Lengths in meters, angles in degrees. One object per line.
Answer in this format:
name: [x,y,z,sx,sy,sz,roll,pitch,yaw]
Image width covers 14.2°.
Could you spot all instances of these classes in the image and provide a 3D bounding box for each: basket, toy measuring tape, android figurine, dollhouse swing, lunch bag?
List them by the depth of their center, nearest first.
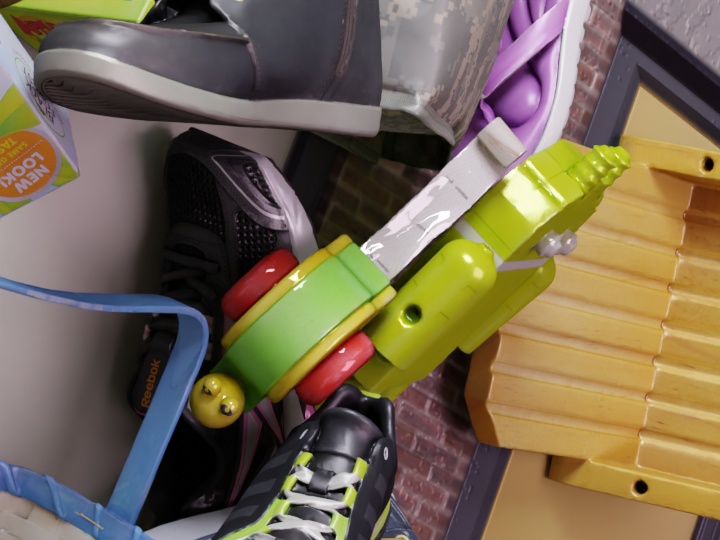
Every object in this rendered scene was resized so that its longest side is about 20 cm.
basket: [-0.149,0.100,1.239,0.176,0.139,0.200,8,100,-54]
toy measuring tape: [0.000,0.000,1.312,0.200,0.074,0.074,-42,130,-7]
lunch bag: [0.019,-0.142,1.391,0.200,0.117,0.164,34,70,-76]
android figurine: [0.054,0.007,1.429,0.200,0.041,0.182,-43,171,10]
dollhouse swing: [0.179,0.031,1.584,0.176,0.181,0.200,16,86,-69]

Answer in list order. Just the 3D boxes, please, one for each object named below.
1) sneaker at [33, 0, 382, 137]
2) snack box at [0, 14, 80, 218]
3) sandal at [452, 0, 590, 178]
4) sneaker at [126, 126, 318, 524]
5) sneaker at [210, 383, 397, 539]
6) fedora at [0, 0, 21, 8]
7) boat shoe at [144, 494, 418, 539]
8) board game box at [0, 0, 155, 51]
sneaker: [-0.062,-0.114,1.200,0.200,0.075,0.106,2,93,-56]
snack box: [-0.219,-0.087,1.132,0.142,0.053,0.200,-26,129,7]
sandal: [0.077,-0.129,1.495,0.050,0.082,0.203,30,71,-39]
sneaker: [-0.070,0.036,1.363,0.086,0.080,0.200,-25,115,-41]
sneaker: [-0.025,0.100,1.281,0.200,0.072,0.083,-59,165,-72]
fedora: [-0.187,-0.189,1.148,0.200,0.082,0.201,-6,129,-7]
boat shoe: [-0.053,0.163,1.360,0.200,0.091,0.071,-22,145,-24]
board game box: [-0.079,-0.188,1.288,0.048,0.101,0.200,41,68,-45]
